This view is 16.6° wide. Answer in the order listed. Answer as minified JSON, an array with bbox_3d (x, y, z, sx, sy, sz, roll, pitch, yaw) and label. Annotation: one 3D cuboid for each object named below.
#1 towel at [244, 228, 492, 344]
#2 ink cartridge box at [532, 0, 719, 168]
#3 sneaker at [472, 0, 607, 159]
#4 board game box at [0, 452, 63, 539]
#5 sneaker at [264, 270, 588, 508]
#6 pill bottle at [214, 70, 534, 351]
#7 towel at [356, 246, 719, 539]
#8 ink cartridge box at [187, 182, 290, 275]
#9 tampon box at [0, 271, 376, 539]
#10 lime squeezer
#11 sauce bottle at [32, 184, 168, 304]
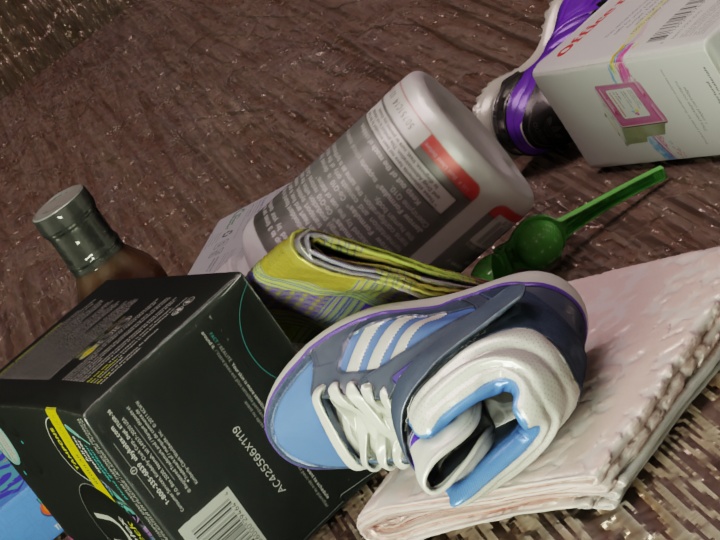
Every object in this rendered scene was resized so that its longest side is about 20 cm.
[{"bbox_3d":[0.002,0.024,1.397,0.200,0.143,0.023,143,140,-67],"label":"towel"},{"bbox_3d":[0.225,-0.144,1.573,0.144,0.085,0.200,-41,18,-22],"label":"ink cartridge box"},{"bbox_3d":[0.169,-0.149,1.749,0.099,0.070,0.200,-8,34,44],"label":"sneaker"},{"bbox_3d":[-0.216,0.137,1.735,0.200,0.045,0.152,-39,16,-16],"label":"board game box"},{"bbox_3d":[0.022,0.075,1.258,0.200,0.081,0.147,-23,17,22],"label":"sneaker"},{"bbox_3d":[0.000,-0.018,1.531,0.200,0.114,0.114,-42,14,12],"label":"pill bottle"},{"bbox_3d":[0.110,0.065,1.304,0.191,0.032,0.200,-15,26,49],"label":"towel"},{"bbox_3d":[-0.042,-0.027,1.860,0.200,0.043,0.196,-27,16,22],"label":"ink cartridge box"},{"bbox_3d":[-0.115,0.098,1.450,0.126,0.150,0.200,-42,17,-22],"label":"tampon box"},{"bbox_3d":[0.109,-0.009,1.507,0.071,0.038,0.200,-20,20,51],"label":"lime squeezer"},{"bbox_3d":[-0.139,0.035,1.589,0.065,0.200,0.065,-32,18,12],"label":"sauce bottle"}]
